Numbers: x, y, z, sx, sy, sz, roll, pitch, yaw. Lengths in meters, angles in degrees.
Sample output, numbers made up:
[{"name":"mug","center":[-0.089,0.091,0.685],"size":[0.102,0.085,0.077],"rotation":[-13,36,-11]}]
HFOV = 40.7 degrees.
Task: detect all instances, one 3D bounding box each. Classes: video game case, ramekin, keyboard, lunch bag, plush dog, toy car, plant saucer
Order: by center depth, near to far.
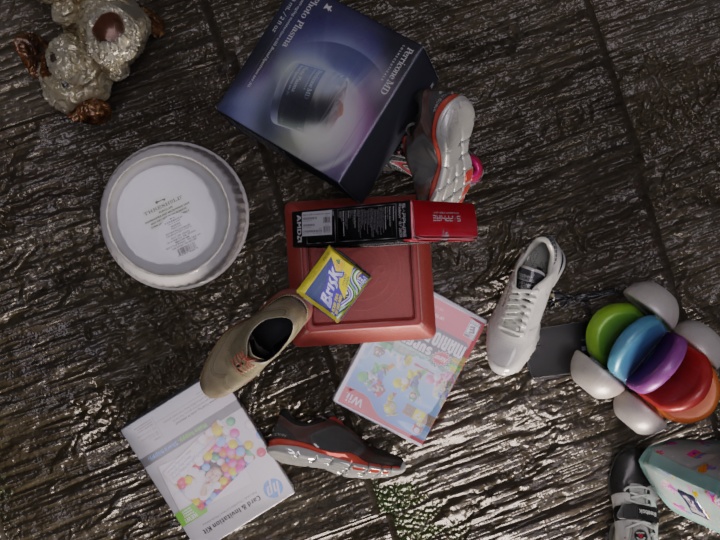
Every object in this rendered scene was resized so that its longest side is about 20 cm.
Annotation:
[{"name":"plush dog","center":[-0.351,-0.282,1.252],"size":[0.200,0.160,0.172],"rotation":[45,103,22]},{"name":"ramekin","center":[-0.246,-0.072,1.270],"size":[0.199,0.105,0.201],"rotation":[0,92,-6]},{"name":"toy car","center":[0.397,0.127,1.304],"size":[0.200,0.150,0.175],"rotation":[39,93,-10]},{"name":"lunch bag","center":[0.499,0.293,1.306],"size":[0.199,0.170,0.122],"rotation":[15,92,-24]},{"name":"plant saucer","center":[0.000,0.000,1.319],"size":[0.199,0.037,0.201],"rotation":[-3,90,-1]},{"name":"video game case","center":[0.069,0.125,1.353],"size":[0.143,0.017,0.200],"rotation":[28,90,-6]},{"name":"keyboard","center":[0.326,0.082,1.376],"size":[0.199,0.021,0.128],"rotation":[-7,99,-6]}]

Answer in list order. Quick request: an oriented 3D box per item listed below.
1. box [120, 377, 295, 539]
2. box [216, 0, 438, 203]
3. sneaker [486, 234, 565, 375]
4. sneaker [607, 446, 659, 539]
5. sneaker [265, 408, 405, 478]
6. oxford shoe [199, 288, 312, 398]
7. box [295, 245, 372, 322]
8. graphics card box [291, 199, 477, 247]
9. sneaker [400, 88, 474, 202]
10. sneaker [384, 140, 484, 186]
[{"name":"box","center":[-0.206,0.256,1.322],"size":[0.156,0.041,0.200],"rotation":[-31,96,-3]},{"name":"box","center":[-0.039,-0.228,1.243],"size":[0.198,0.123,0.200],"rotation":[31,89,16]},{"name":"sneaker","center":[0.218,0.045,1.323],"size":[0.076,0.080,0.201],"rotation":[19,86,15]},{"name":"sneaker","center":[0.390,0.351,1.361],"size":[0.074,0.089,0.201],"rotation":[2,91,-4]},{"name":"sneaker","center":[-0.026,0.232,1.322],"size":[0.199,0.077,0.082],"rotation":[16,64,-19]},{"name":"oxford shoe","center":[-0.146,0.102,1.241],"size":[0.070,0.075,0.200],"rotation":[41,112,-6]},{"name":"box","center":[-0.030,0.017,1.201],"size":[0.064,0.200,0.070],"rotation":[37,89,0]},{"name":"graphics card box","center":[0.027,-0.055,1.192],"size":[0.125,0.200,0.051],"rotation":[-2,89,-47]},{"name":"sneaker","center":[0.093,-0.145,1.243],"size":[0.077,0.082,0.201],"rotation":[-29,139,-39]},{"name":"sneaker","center":[0.074,-0.167,1.312],"size":[0.199,0.075,0.081],"rotation":[16,91,-5]}]
